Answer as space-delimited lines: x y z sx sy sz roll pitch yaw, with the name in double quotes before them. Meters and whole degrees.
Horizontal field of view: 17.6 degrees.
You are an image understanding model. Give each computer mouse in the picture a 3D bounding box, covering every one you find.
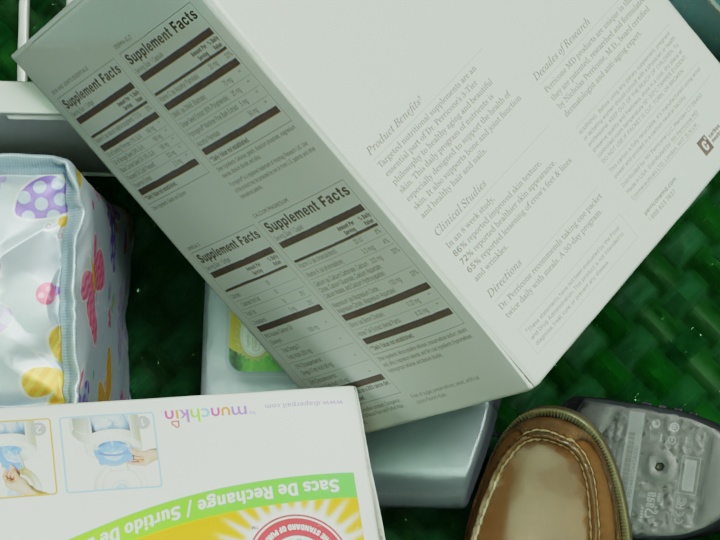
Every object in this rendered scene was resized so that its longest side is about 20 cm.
"computer mouse" 0.072 0.077 1.000 0.198 0.034 0.059 11 83 11

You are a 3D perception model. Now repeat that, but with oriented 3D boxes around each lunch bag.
"lunch bag" -0.199 0.019 0.949 0.198 0.170 0.128 2 84 1

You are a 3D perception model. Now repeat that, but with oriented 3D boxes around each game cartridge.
"game cartridge" 0.000 0.000 0.990 0.132 0.040 0.202 1 78 2

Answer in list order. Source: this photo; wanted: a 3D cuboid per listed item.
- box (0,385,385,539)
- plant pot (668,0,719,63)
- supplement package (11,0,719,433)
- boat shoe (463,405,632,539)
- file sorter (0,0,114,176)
"box" -0.096 0.117 0.872 0.198 0.113 0.102 -3 62 -13
"plant pot" 0.105 -0.170 0.947 0.134 0.199 0.202 -12 85 40
"supplement package" 0.008 -0.068 0.868 0.200 0.150 0.152 49 62 -11
"boat shoe" 0.067 0.158 0.952 0.071 0.068 0.202 8 98 16
"file sorter" -0.198 -0.113 0.975 0.198 0.139 0.126 2 83 4
